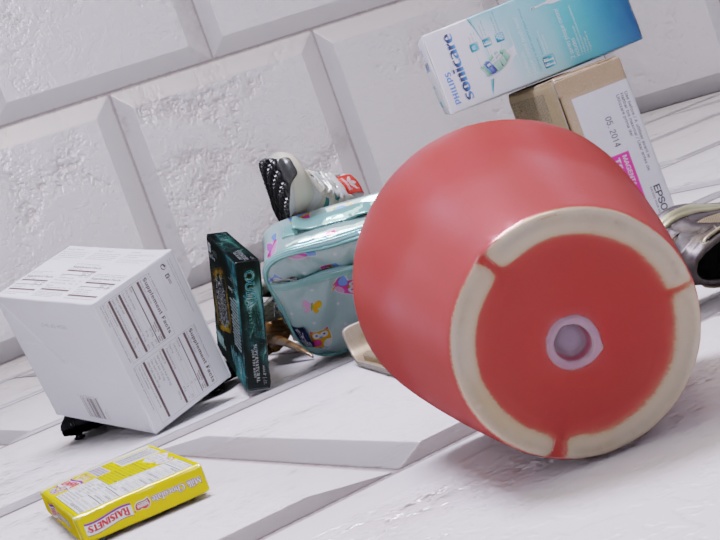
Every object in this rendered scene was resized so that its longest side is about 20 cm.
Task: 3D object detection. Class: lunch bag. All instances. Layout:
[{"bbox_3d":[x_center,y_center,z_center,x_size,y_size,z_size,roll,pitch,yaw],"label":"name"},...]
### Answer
[{"bbox_3d":[0.000,0.000,1.538,0.199,0.161,0.077,-17,43,11],"label":"lunch bag"}]

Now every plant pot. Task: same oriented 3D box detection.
[{"bbox_3d":[0.104,0.018,0.891,0.200,0.201,0.177,-20,15,-3],"label":"plant pot"}]

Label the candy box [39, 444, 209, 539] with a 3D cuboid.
[{"bbox_3d":[-0.190,0.173,1.185,0.102,0.026,0.200,-24,6,-18],"label":"candy box"}]

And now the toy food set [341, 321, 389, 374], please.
[{"bbox_3d":[0.069,0.041,1.405,0.143,0.061,0.200,-21,5,-12],"label":"toy food set"}]

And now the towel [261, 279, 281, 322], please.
[{"bbox_3d":[-0.017,-0.008,1.705,0.192,0.035,0.200,-10,-24,-48],"label":"towel"}]

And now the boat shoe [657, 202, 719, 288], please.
[{"bbox_3d":[0.317,-0.023,1.164,0.199,0.075,0.073,-17,29,-17],"label":"boat shoe"}]

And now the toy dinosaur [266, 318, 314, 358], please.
[{"bbox_3d":[-0.102,0.073,1.736,0.106,0.061,0.200,-18,5,6],"label":"toy dinosaur"}]

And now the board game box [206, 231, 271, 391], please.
[{"bbox_3d":[-0.131,0.040,1.606,0.028,0.136,0.200,-7,12,-13],"label":"board game box"}]

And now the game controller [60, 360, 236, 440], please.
[{"bbox_3d":[-0.233,0.143,1.675,0.199,0.042,0.104,-19,-9,8],"label":"game controller"}]

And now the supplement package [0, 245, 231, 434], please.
[{"bbox_3d":[-0.259,0.068,1.574,0.111,0.156,0.200,-38,25,-33],"label":"supplement package"}]

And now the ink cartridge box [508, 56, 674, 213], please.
[{"bbox_3d":[0.228,-0.097,1.464,0.075,0.201,0.165,-22,6,-9],"label":"ink cartridge box"}]

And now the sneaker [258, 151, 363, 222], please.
[{"bbox_3d":[-0.047,-0.086,1.589,0.093,0.070,0.200,-27,-19,-7],"label":"sneaker"}]

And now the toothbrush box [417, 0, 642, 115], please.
[{"bbox_3d":[0.163,-0.228,1.497,0.199,0.086,0.146,-21,6,2],"label":"toothbrush box"}]
